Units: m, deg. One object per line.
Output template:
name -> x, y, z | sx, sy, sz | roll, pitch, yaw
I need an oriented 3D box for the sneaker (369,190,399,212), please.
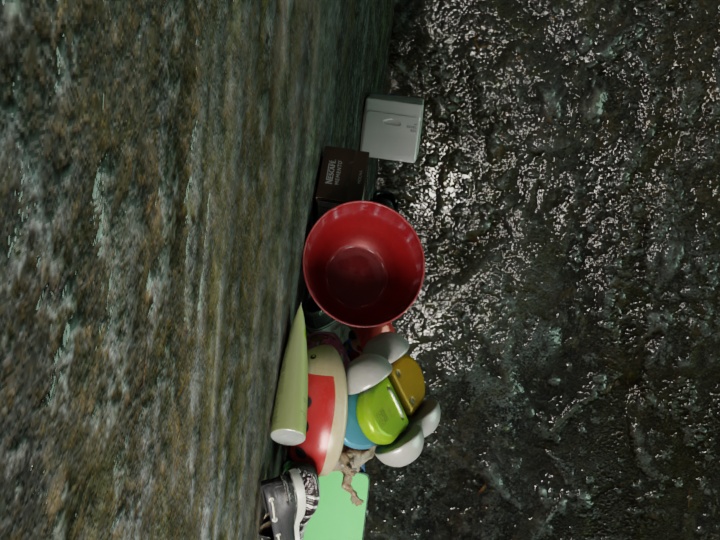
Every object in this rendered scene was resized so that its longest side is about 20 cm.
sneaker -> 0.043, -0.088, 1.952 | 0.200, 0.068, 0.102 | 72, 23, -87

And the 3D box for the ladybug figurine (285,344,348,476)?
ladybug figurine -> -0.073, 0.213, 1.669 | 0.135, 0.071, 0.204 | -9, -102, 61

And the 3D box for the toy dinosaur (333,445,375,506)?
toy dinosaur -> -0.045, 0.294, 1.810 | 0.137, 0.197, 0.087 | -96, -153, -50

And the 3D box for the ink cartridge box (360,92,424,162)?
ink cartridge box -> 0.081, -0.362, 2.790 | 0.200, 0.144, 0.148 | -68, 165, -77

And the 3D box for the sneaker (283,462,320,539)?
sneaker -> -0.107, 0.349, 1.683 | 0.116, 0.074, 0.203 | -88, -167, -63

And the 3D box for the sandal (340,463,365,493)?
sandal -> -0.056, 0.351, 1.881 | 0.199, 0.087, 0.080 | -36, 161, -48

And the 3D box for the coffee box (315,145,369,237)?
coffee box -> -0.032, -0.101, 1.889 | 0.201, 0.078, 0.115 | 94, 5, -54

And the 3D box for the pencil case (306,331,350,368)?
pencil case -> -0.049, 0.186, 1.828 | 0.201, 0.085, 0.084 | 69, 4, -51

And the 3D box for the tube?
tube -> -0.095, 0.150, 1.602 | 0.052, 0.058, 0.203 | 32, 46, -36

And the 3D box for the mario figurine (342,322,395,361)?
mario figurine -> -0.008, 0.119, 1.912 | 0.200, 0.104, 0.126 | 132, -37, -59

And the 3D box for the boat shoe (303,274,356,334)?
boat shoe -> -0.018, 0.031, 1.869 | 0.200, 0.070, 0.064 | -41, 142, -29

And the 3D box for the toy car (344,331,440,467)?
toy car -> 0.023, 0.209, 1.738 | 0.177, 0.148, 0.200 | 63, 28, -10

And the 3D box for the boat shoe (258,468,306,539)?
boat shoe -> -0.116, 0.366, 1.567 | 0.074, 0.059, 0.202 | -120, -152, -45

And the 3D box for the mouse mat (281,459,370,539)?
mouse mat -> -0.063, 0.405, 1.826 | 0.198, 0.007, 0.164 | 19, 74, -41

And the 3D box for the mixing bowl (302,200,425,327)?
mixing bowl -> 0.000, 0.000, 1.786 | 0.108, 0.196, 0.204 | 120, -21, -76
